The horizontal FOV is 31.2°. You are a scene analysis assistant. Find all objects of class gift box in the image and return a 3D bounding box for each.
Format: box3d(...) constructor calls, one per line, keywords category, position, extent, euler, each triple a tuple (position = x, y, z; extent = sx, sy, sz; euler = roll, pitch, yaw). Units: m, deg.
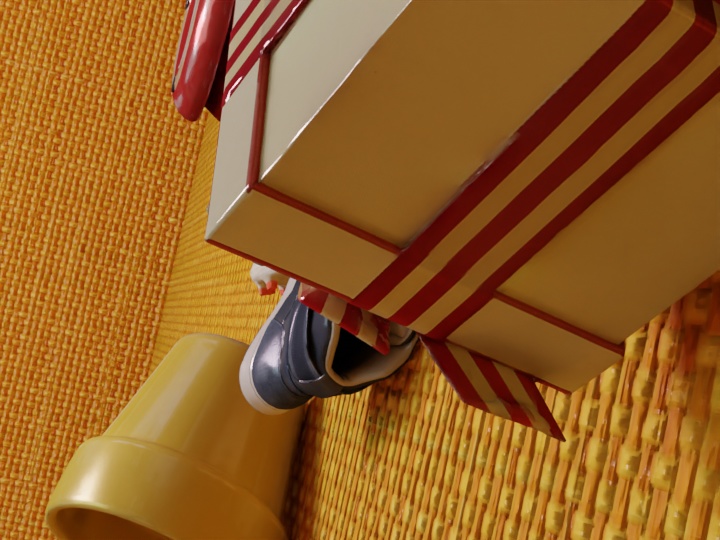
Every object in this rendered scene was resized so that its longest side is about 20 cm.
box3d(category="gift box", position=(0.062, -0.067, 0.463), extent=(0.187, 0.198, 0.186), euler=(-42, 29, 41))

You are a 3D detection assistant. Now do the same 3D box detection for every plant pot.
box3d(category="plant pot", position=(-0.137, 0.167, 1.094), extent=(0.190, 0.199, 0.201), euler=(-65, 5, -31))
box3d(category="plant pot", position=(-0.070, -0.206, 1.175), extent=(0.200, 0.180, 0.204), euler=(-166, 90, -75))

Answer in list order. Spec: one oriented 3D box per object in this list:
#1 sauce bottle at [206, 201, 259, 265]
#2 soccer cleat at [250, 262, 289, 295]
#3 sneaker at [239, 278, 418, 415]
box3d(category="sauce bottle", position=(-0.021, -0.092, 0.919), extent=(0.200, 0.065, 0.065), euler=(-47, 7, -13))
box3d(category="soccer cleat", position=(-0.059, -0.019, 1.110), extent=(0.200, 0.068, 0.079), euler=(82, -176, -89))
box3d(category="sneaker", position=(0.001, 0.001, 0.895), extent=(0.146, 0.076, 0.204), euler=(-24, 39, 59))
